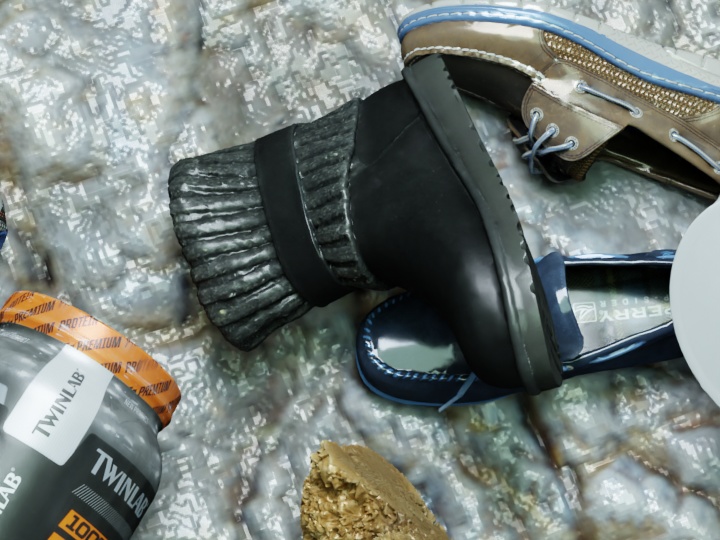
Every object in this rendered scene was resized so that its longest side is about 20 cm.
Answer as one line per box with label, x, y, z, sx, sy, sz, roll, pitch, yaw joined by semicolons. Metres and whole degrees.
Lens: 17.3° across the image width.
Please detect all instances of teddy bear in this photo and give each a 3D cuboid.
teddy bear;0.036;0.167;1.095;0.200;0.145;0.067;41;102;11

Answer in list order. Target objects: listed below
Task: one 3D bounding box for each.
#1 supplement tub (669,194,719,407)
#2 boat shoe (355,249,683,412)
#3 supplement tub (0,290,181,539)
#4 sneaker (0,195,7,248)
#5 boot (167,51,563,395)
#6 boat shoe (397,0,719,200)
supplement tub;0.253;-0.007;1.132;0.200;0.144;0.145;-24;74;-43
boat shoe;0.095;0.014;1.184;0.199;0.069;0.085;-15;74;-10
supplement tub;-0.173;0.117;1.096;0.122;0.123;0.201;29;72;4
sneaker;-0.258;-0.001;1.154;0.200;0.075;0.079;-34;82;-13
boot;0.001;0.001;1.136;0.157;0.080;0.212;-24;46;3
boat shoe;0.112;-0.085;1.217;0.199;0.072;0.073;13;73;-1
